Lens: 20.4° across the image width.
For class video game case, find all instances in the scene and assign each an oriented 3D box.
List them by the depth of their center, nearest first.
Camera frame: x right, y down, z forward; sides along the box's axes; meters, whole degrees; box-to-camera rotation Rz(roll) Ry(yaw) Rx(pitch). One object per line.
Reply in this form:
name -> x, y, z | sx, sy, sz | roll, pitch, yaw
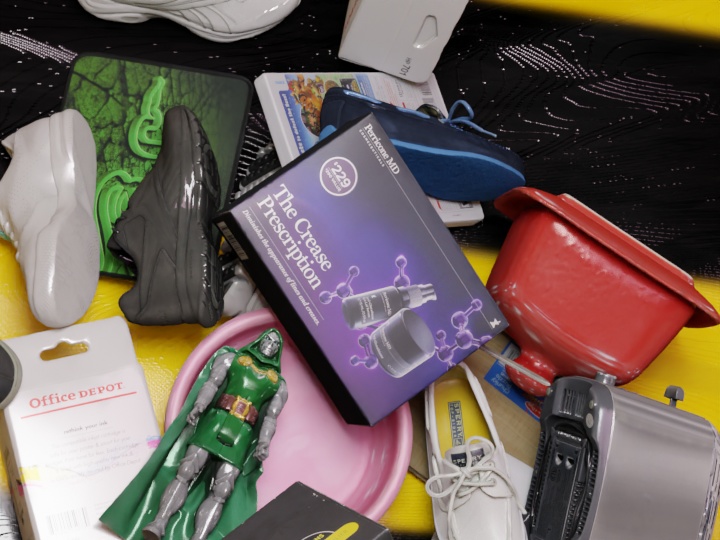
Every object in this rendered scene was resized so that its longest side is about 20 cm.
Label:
video game case -> 0.010, -0.101, 1.693 | 0.199, 0.018, 0.144 | -5, 71, -43

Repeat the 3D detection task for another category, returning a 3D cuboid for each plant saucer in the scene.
plant saucer -> -0.059, 0.131, 1.609 | 0.199, 0.051, 0.202 | 2, 78, -10

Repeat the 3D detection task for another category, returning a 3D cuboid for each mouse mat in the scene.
mouse mat -> -0.183, -0.086, 1.664 | 0.160, 0.008, 0.201 | 9, 69, 4

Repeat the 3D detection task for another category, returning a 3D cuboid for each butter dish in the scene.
butter dish -> 0.173, 0.036, 1.660 | 0.199, 0.200, 0.148 | 32, 86, -2

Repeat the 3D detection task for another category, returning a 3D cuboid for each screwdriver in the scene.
screwdriver -> 0.071, 0.051, 1.643 | 0.200, 0.028, 0.029 | 34, 69, 28

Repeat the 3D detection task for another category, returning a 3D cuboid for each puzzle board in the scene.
puzzle board -> 0.074, 0.105, 1.685 | 0.200, 0.017, 0.151 | 37, 65, -1

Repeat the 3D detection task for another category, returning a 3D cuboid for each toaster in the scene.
toaster -> 0.206, 0.185, 1.591 | 0.128, 0.114, 0.201 | 12, 89, -20

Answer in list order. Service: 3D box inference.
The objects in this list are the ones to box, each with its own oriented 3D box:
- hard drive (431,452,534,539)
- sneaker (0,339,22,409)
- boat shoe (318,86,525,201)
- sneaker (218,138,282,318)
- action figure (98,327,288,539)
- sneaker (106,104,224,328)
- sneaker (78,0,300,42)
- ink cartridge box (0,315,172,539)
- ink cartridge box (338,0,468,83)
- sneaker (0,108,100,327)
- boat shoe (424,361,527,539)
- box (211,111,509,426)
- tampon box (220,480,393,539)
hard drive -> 0.155, 0.244, 1.640 | 0.199, 0.027, 0.132 | 30, 66, -10
sneaker -> -0.353, 0.034, 1.512 | 0.199, 0.106, 0.075 | 26, 84, 22
boat shoe -> 0.058, -0.113, 1.672 | 0.199, 0.084, 0.069 | 17, 53, -37
sneaker -> -0.065, -0.038, 1.674 | 0.081, 0.075, 0.201 | 31, 64, -23
action figure -> -0.106, 0.129, 1.540 | 0.118, 0.055, 0.201 | 29, 62, -11
sneaker -> -0.158, -0.045, 1.603 | 0.090, 0.076, 0.201 | -7, 58, 8
sneaker -> -0.141, -0.250, 1.703 | 0.199, 0.099, 0.078 | 1, 71, -15
ink cartridge box -> -0.215, 0.147, 1.562 | 0.116, 0.068, 0.201 | -11, 75, -20
ink cartridge box -> 0.051, -0.287, 1.724 | 0.085, 0.147, 0.201 | 17, 56, -8
sneaker -> -0.261, -0.034, 1.606 | 0.088, 0.075, 0.201 | -12, 52, 13
boat shoe -> 0.088, 0.158, 1.577 | 0.074, 0.086, 0.203 | -10, 60, 4
box -> 0.000, 0.000, 1.563 | 0.141, 0.079, 0.201 | -36, 97, -15
tampon box -> -0.032, 0.289, 1.480 | 0.150, 0.126, 0.201 | -36, 119, -22
